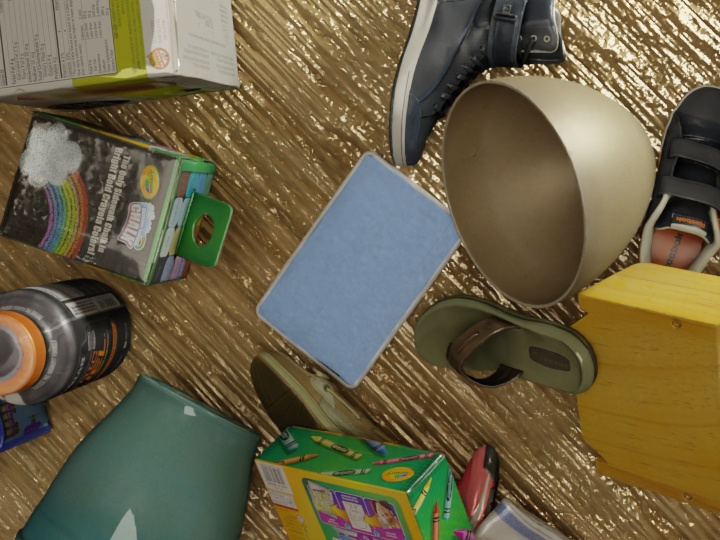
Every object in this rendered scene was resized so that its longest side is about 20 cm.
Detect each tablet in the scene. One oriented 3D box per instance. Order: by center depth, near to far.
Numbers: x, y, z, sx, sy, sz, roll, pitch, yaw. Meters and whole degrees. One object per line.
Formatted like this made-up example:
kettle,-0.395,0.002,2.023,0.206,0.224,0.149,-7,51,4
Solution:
tablet,0.000,0.000,1.132,0.130,0.014,0.201,37,98,5

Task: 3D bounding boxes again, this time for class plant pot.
plant pot,0.182,-0.083,1.026,0.133,0.200,0.203,-19,91,-27
plant pot,-0.190,0.210,1.093,0.198,0.200,0.190,27,83,6

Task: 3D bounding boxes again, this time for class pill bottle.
pill bottle,-0.297,0.067,1.089,0.105,0.200,0.108,1,94,9

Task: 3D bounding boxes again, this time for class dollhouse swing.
dollhouse swing,0.313,0.075,1.037,0.180,0.176,0.202,13,130,38

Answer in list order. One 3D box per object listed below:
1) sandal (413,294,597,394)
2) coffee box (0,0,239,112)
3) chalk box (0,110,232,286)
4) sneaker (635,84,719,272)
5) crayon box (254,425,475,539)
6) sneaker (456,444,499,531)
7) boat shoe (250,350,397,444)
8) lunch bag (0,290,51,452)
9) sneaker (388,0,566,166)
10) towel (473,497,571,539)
sandal,0.120,0.073,1.049,0.199,0.057,0.081,8,126,46
coffee box,-0.238,-0.259,1.059,0.195,0.200,0.203,-6,93,10
chalk box,-0.218,-0.062,1.109,0.198,0.124,0.126,19,95,6
sneaker,0.302,-0.070,1.047,0.077,0.079,0.203,13,94,9
crayon box,0.004,0.217,1.053,0.198,0.058,0.120,3,122,44
sneaker,0.069,0.253,1.107,0.086,0.074,0.202,24,97,8
boat shoe,-0.024,0.148,1.125,0.200,0.063,0.073,42,143,8
lunch bag,-0.391,0.107,1.107,0.093,0.200,0.153,-10,92,10
sneaker,0.110,-0.182,1.070,0.144,0.077,0.205,17,95,10
towel,0.121,0.316,1.085,0.146,0.024,0.201,37,96,-31
